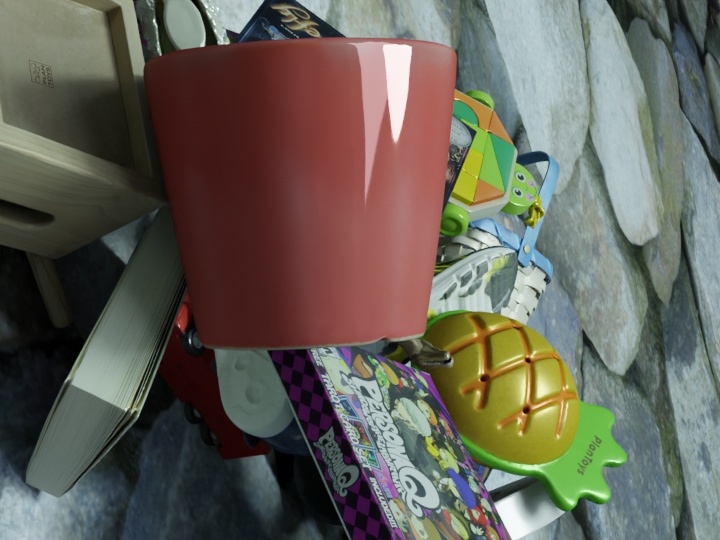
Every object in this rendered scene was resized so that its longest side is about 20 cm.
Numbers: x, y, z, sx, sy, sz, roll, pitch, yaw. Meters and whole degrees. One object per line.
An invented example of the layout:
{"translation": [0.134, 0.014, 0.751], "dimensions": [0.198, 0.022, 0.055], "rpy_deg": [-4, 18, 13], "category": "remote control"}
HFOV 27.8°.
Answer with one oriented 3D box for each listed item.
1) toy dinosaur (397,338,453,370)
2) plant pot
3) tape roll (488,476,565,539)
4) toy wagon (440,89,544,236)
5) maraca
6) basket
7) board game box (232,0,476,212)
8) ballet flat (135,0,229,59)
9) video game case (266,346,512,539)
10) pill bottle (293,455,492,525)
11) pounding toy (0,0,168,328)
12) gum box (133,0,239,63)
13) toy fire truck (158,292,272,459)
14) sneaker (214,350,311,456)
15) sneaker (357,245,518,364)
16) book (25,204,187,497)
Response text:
{"translation": [0.000, 0.000, 1.127], "dimensions": [0.200, 0.058, 0.101], "rpy_deg": [58, -6, 35], "category": "toy dinosaur"}
{"translation": [-0.034, -0.044, 0.904], "dimensions": [0.200, 0.200, 0.178], "rpy_deg": [-4, 92, -61], "category": "plant pot"}
{"translation": [0.077, 0.224, 1.227], "dimensions": [0.203, 0.203, 0.037], "rpy_deg": [-11, 76, -61], "category": "tape roll"}
{"translation": [0.082, -0.102, 1.272], "dimensions": [0.200, 0.040, 0.155], "rpy_deg": [26, 50, -14], "category": "toy wagon"}
{"translation": [0.127, 0.110, 1.173], "dimensions": [0.200, 0.107, 0.137], "rpy_deg": [37, 50, -1], "category": "maraca"}
{"translation": [0.093, -0.017, 1.379], "dimensions": [0.139, 0.176, 0.200], "rpy_deg": [31, 67, -38], "category": "basket"}
{"translation": [-0.012, -0.121, 1.117], "dimensions": [0.200, 0.035, 0.136], "rpy_deg": [35, 38, -8], "category": "board game box"}
{"translation": [-0.113, -0.124, 1.009], "dimensions": [0.072, 0.072, 0.200], "rpy_deg": [-27, 100, -60], "category": "ballet flat"}
{"translation": [0.032, 0.143, 1.006], "dimensions": [0.181, 0.036, 0.200], "rpy_deg": [26, 32, -53], "category": "video game case"}
{"translation": [0.030, 0.161, 1.257], "dimensions": [0.200, 0.112, 0.112], "rpy_deg": [-3, 82, -60], "category": "pill bottle"}
{"translation": [-0.218, -0.085, 0.916], "dimensions": [0.200, 0.142, 0.184], "rpy_deg": [20, 53, -56], "category": "pounding toy"}
{"translation": [-0.147, -0.130, 1.095], "dimensions": [0.200, 0.066, 0.114], "rpy_deg": [7, 75, -59], "category": "gum box"}
{"translation": [-0.090, 0.069, 1.144], "dimensions": [0.200, 0.049, 0.141], "rpy_deg": [59, 34, -30], "category": "toy fire truck"}
{"translation": [-0.054, 0.040, 1.100], "dimensions": [0.146, 0.080, 0.200], "rpy_deg": [31, 50, -63], "category": "sneaker"}
{"translation": [0.048, 0.018, 1.231], "dimensions": [0.200, 0.085, 0.075], "rpy_deg": [-24, 131, -33], "category": "sneaker"}
{"translation": [-0.158, 0.038, 0.965], "dimensions": [0.048, 0.134, 0.200], "rpy_deg": [28, 49, -12], "category": "book"}
